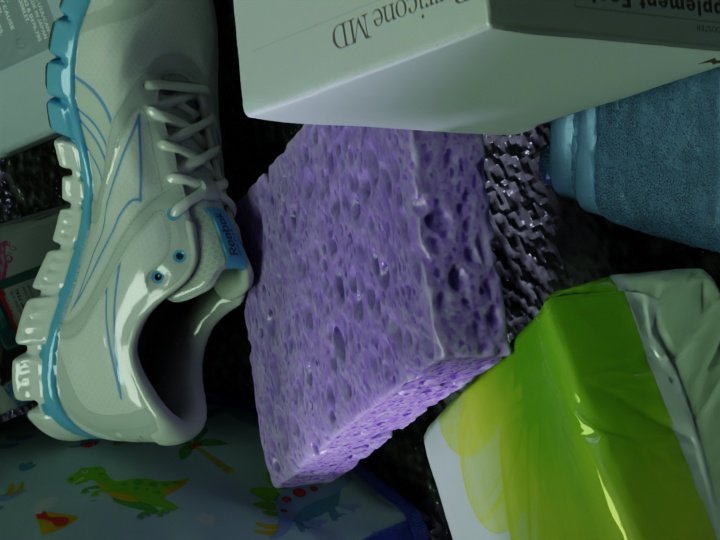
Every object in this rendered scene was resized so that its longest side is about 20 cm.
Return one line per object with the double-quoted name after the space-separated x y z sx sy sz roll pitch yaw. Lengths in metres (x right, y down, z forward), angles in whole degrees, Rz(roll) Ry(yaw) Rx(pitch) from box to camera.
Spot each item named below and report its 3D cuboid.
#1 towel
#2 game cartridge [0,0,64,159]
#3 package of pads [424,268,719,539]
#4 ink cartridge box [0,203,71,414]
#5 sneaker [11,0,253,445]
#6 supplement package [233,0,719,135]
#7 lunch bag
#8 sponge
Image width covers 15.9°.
0.139 -0.054 0.762 0.200 0.049 0.112 18 116 43 "towel"
-0.144 -0.153 1.038 0.133 0.040 0.200 -15 96 53 "game cartridge"
0.093 0.114 0.820 0.155 0.068 0.200 128 127 -67 "package of pads"
-0.175 0.029 1.025 0.116 0.200 0.067 -11 99 49 "ink cartridge box"
-0.070 -0.028 0.965 0.087 0.075 0.200 11 99 42 "sneaker"
0.031 -0.149 0.748 0.114 0.109 0.200 -17 76 49 "supplement package"
-0.096 0.123 1.001 0.200 0.170 0.128 -3 105 51 "lunch bag"
0.000 0.000 0.883 0.200 0.030 0.112 138 128 -66 "sponge"
